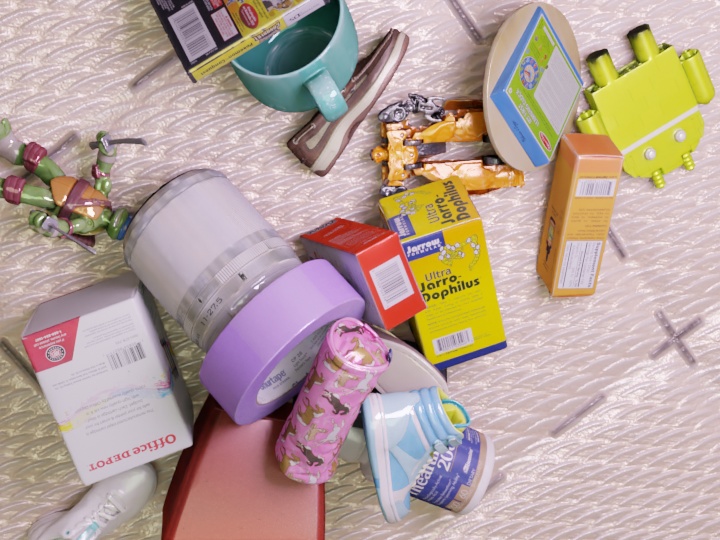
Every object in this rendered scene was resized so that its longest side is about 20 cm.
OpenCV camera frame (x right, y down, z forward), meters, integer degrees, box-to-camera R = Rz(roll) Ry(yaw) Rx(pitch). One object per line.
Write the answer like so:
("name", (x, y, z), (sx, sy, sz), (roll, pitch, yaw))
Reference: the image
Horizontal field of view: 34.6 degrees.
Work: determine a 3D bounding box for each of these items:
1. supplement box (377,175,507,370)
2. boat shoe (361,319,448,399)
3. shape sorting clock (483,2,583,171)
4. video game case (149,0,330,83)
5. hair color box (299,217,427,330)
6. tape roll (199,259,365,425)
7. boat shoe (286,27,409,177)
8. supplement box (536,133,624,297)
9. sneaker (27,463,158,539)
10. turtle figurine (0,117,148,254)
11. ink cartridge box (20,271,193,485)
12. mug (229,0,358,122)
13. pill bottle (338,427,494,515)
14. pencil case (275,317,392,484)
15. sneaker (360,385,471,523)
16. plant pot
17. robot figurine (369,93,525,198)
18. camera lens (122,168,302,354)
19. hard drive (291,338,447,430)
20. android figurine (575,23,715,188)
("supplement box", (0.102, 0.005, 1.428), (0.108, 0.109, 0.202), (-18, 125, -2))
("boat shoe", (0.022, 0.106, 1.430), (0.198, 0.060, 0.073), (25, 111, 6))
("shape sorting clock", (0.209, -0.222, 1.404), (0.198, 0.039, 0.204), (-11, 105, -49))
("video game case", (-0.154, -0.335, 1.319), (0.179, 0.026, 0.202), (-30, 64, 2))
("hair color box", (0.000, 0.000, 1.392), (0.061, 0.200, 0.103), (-28, 107, -17))
("tape roll", (-0.087, 0.082, 1.310), (0.200, 0.200, 0.066), (-46, 74, 5))
("boat shoe", (-0.020, -0.216, 1.406), (0.074, 0.075, 0.204), (33, 98, -8))
("supplement box", (0.275, -0.067, 1.457), (0.068, 0.067, 0.203), (1, 121, -12))
("sneaker", (-0.346, 0.325, 1.491), (0.199, 0.089, 0.076), (-36, 104, 2))
("turtle figurine", (-0.349, -0.112, 1.344), (0.191, 0.200, 0.146), (23, 87, -2))
("ink cartridge box", (-0.303, 0.128, 1.418), (0.143, 0.145, 0.203), (-19, 105, -3))
("mug", (-0.078, -0.248, 1.342), (0.149, 0.115, 0.188), (-1, 69, 14))
("pill bottle", (0.066, 0.235, 1.509), (0.197, 0.111, 0.112), (22, 101, -12))
("pencil case", (-0.034, 0.152, 1.311), (0.085, 0.083, 0.202), (10, 124, -25))
("sneaker", (0.074, 0.223, 1.395), (0.128, 0.080, 0.202), (-12, 130, -3))
("plant pot", (-0.138, 0.257, 1.455), (0.196, 0.200, 0.179), (11, 93, -10))
("robot figurine", (0.107, -0.150, 1.445), (0.196, 0.058, 0.148), (-3, 104, -7))
("camera lens", (-0.171, -0.007, 1.365), (0.160, 0.160, 0.200), (-45, 75, 6))
("hard drive", (0.015, 0.140, 1.468), (0.197, 0.141, 0.033), (13, 135, -10))
("android figurine", (0.364, -0.202, 1.467), (0.180, 0.041, 0.202), (-29, 109, -2))
